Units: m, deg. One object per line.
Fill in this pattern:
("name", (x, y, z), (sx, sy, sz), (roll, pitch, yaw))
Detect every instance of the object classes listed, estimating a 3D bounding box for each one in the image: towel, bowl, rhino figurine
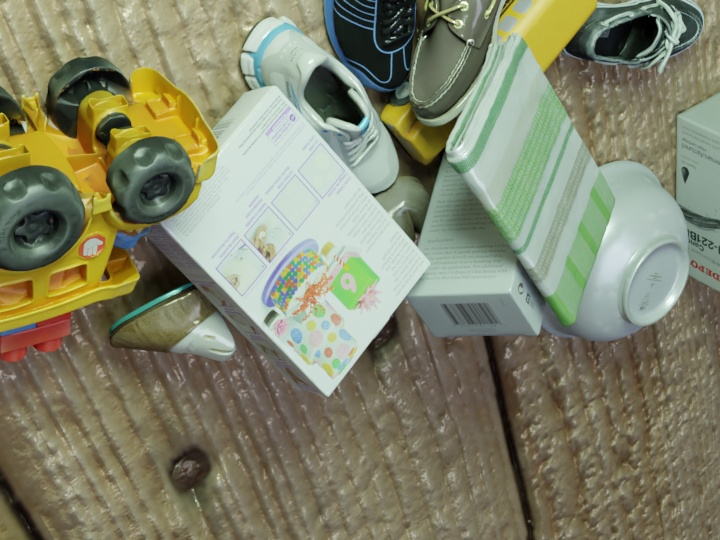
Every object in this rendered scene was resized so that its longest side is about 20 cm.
("towel", (0.140, -0.072, 1.121), (0.200, 0.031, 0.150), (54, 48, -33))
("bowl", (0.274, -0.005, 1.421), (0.200, 0.090, 0.202), (-20, 125, -32))
("rhino figurine", (0.000, 0.000, 1.202), (0.200, 0.060, 0.088), (-47, 131, -15))

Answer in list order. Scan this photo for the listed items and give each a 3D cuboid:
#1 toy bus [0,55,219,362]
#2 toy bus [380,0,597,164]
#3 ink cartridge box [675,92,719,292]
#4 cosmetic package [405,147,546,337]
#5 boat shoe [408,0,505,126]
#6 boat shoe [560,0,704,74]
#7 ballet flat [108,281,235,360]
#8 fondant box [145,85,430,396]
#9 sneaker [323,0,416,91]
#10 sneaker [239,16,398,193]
("toy bus", (-0.208, -0.030, 0.961), (0.199, 0.136, 0.193), (-19, 136, -28))
("toy bus", (0.109, -0.179, 1.186), (0.200, 0.078, 0.065), (-51, 136, -6))
("ink cartridge box", (0.413, -0.069, 1.466), (0.083, 0.144, 0.201), (-27, 129, -25))
("cosmetic package", (0.116, -0.045, 1.191), (0.071, 0.101, 0.201), (52, 46, -46))
("boat shoe", (0.084, -0.217, 1.132), (0.059, 0.072, 0.201), (38, 74, -53))
("boat shoe", (0.270, -0.225, 1.306), (0.198, 0.068, 0.074), (-4, 116, -40))
("ballet flat", (-0.104, 0.027, 1.116), (0.199, 0.073, 0.068), (-33, 176, -28))
("fondant box", (-0.057, -0.021, 1.080), (0.200, 0.058, 0.145), (47, 68, -22))
("sneaker", (0.015, -0.220, 1.080), (0.070, 0.078, 0.201), (-36, 133, -22))
("sneaker", (-0.016, -0.116, 1.108), (0.075, 0.086, 0.200), (-53, 137, -6))
